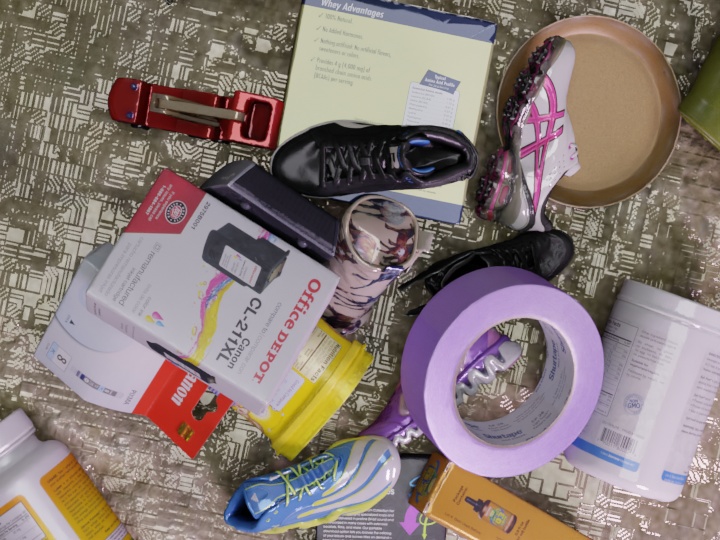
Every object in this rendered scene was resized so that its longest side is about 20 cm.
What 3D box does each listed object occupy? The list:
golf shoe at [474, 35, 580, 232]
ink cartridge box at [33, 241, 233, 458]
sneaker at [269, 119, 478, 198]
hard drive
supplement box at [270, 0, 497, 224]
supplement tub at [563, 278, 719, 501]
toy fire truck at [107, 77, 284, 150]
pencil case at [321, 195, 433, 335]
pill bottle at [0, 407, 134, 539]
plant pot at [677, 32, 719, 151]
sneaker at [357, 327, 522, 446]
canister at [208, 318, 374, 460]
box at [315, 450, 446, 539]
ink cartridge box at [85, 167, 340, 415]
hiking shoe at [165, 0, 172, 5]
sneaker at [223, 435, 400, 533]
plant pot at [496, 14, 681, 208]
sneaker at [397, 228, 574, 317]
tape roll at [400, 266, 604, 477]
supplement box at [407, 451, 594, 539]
[{"bbox_3d":[0.187,-0.139,1.439,0.091,0.073,0.202,16,102,-9],"label":"golf shoe"},{"bbox_3d":[-0.223,0.092,1.415,0.200,0.047,0.161,41,128,5],"label":"ink cartridge box"},{"bbox_3d":[0.012,-0.108,1.301,0.197,0.112,0.074,-5,93,-1],"label":"sneaker"},{"bbox_3d":[-0.093,-0.056,1.371,0.134,0.200,0.043,34,79,-13],"label":"hard drive"},{"bbox_3d":[0.020,-0.165,1.422,0.197,0.134,0.203,11,92,-3],"label":"supplement box"},{"bbox_3d":[0.300,0.124,1.450,0.130,0.132,0.202,20,91,-3],"label":"supplement tub"},{"bbox_3d":[-0.168,-0.159,1.399,0.197,0.141,0.049,11,92,8],"label":"toy fire truck"},{"bbox_3d":[0.000,0.000,1.403,0.089,0.200,0.078,26,63,-5],"label":"pencil case"},{"bbox_3d":[-0.325,0.247,1.440,0.111,0.111,0.201,-35,94,0],"label":"pill bottle"},{"bbox_3d":[0.432,-0.194,1.421,0.200,0.200,0.193,40,101,-4],"label":"plant pot"},{"bbox_3d":[0.070,0.113,1.471,0.199,0.080,0.089,-38,89,-6],"label":"sneaker"},{"bbox_3d":[-0.105,0.080,1.433,0.199,0.087,0.149,39,127,-2],"label":"canister"},{"bbox_3d":[0.021,0.295,1.495,0.141,0.036,0.203,3,94,-4],"label":"box"},{"bbox_3d":[-0.138,0.021,1.325,0.199,0.083,0.147,31,74,-1],"label":"ink cartridge box"},{"bbox_3d":[-0.111,-0.335,1.447,0.197,0.074,0.088,-9,101,8],"label":"hiking shoe"},{"bbox_3d":[-0.056,0.227,1.417,0.199,0.105,0.077,-29,77,28],"label":"sneaker"},{"bbox_3d":[0.240,-0.168,1.485,0.197,0.027,0.203,0,92,-3],"label":"plant pot"},{"bbox_3d":[0.134,0.003,1.450,0.197,0.104,0.061,-15,93,-2],"label":"sneaker"},{"bbox_3d":[0.142,0.101,1.401,0.197,0.066,0.203,-6,108,-18],"label":"tape roll"},{"bbox_3d":[0.150,0.265,1.464,0.199,0.069,0.067,32,85,-16],"label":"supplement box"}]
